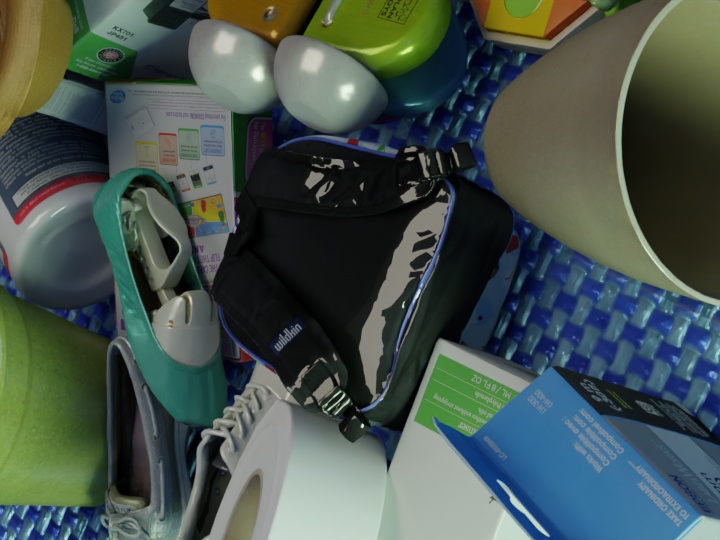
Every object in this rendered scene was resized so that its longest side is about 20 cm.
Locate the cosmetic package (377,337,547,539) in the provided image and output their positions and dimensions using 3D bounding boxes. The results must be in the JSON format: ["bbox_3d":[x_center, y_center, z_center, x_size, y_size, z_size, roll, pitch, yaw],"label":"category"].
[{"bbox_3d":[0.073,0.159,1.337,0.107,0.084,0.202,23,93,44],"label":"cosmetic package"}]

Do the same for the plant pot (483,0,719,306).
[{"bbox_3d":[0.166,-0.076,1.271,0.199,0.186,0.189,4,79,58],"label":"plant pot"}]

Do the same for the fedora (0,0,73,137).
[{"bbox_3d":[-0.272,-0.179,1.580,0.199,0.081,0.203,-8,78,41],"label":"fedora"}]

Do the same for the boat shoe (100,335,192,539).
[{"bbox_3d":[-0.165,0.145,1.571,0.074,0.064,0.204,20,107,45],"label":"boat shoe"}]

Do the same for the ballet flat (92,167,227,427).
[{"bbox_3d":[-0.140,0.014,1.523,0.070,0.067,0.201,-43,65,51],"label":"ballet flat"}]

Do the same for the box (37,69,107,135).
[{"bbox_3d":[-0.247,-0.165,1.711,0.200,0.144,0.037,38,104,43],"label":"box"}]

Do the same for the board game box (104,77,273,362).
[{"bbox_3d":[-0.127,-0.041,1.582,0.152,0.040,0.202,8,103,45],"label":"board game box"}]

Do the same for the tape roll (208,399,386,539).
[{"bbox_3d":[-0.052,0.190,1.384,0.202,0.070,0.204,-160,90,-79],"label":"tape roll"}]

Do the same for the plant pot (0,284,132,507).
[{"bbox_3d":[-0.264,0.103,1.615,0.199,0.183,0.202,-16,66,41],"label":"plant pot"}]

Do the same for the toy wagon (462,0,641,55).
[{"bbox_3d":[0.140,-0.246,1.430,0.154,0.039,0.202,16,89,46],"label":"toy wagon"}]

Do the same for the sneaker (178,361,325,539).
[{"bbox_3d":[-0.075,0.120,1.503,0.073,0.070,0.202,11,85,46],"label":"sneaker"}]

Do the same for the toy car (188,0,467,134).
[{"bbox_3d":[-0.008,-0.166,1.471,0.199,0.150,0.176,15,68,40],"label":"toy car"}]

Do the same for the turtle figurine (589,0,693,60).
[{"bbox_3d":[0.219,-0.225,1.273,0.195,0.143,0.200,-59,40,21],"label":"turtle figurine"}]

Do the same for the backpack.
[{"bbox_3d":[0.000,0.000,1.412,0.190,0.154,0.201,25,89,38],"label":"backpack"}]

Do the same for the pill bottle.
[{"bbox_3d":[-0.259,-0.074,1.712,0.120,0.119,0.200,-52,47,19],"label":"pill bottle"}]

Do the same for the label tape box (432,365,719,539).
[{"bbox_3d":[0.153,0.122,1.185,0.066,0.199,0.143,-56,47,13],"label":"label tape box"}]

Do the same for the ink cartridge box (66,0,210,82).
[{"bbox_3d":[-0.125,-0.221,1.608,0.199,0.146,0.084,-35,56,33],"label":"ink cartridge box"}]
